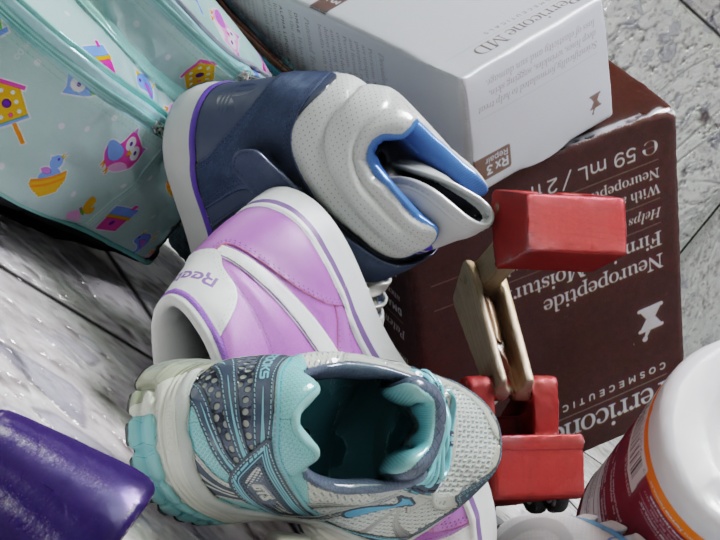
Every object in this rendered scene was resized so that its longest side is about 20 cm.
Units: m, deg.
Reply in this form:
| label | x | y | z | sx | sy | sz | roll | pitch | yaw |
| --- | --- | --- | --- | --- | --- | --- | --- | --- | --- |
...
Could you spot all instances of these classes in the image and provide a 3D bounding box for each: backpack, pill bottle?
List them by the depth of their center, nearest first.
| label | x | y | z | sx | sy | sz | roll | pitch | yaw |
| --- | --- | --- | --- | --- | --- | --- | --- | --- | --- |
| backpack | -0.152 | -0.105 | 0.987 | 0.176 | 0.153 | 0.200 | 47 | 15 | 20 |
| pill bottle | 0.174 | 0.125 | 1.039 | 0.114 | 0.114 | 0.200 | 40 | -28 | 11 |

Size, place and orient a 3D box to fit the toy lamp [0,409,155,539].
| label | x | y | z | sx | sy | sz | roll | pitch | yaw |
| --- | --- | --- | --- | --- | --- | --- | --- | --- | --- |
| toy lamp | -0.032 | 0.113 | 0.561 | 0.200 | 0.058 | 0.058 | 38 | 7 | -3 |

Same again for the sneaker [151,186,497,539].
| label | x | y | z | sx | sy | sz | roll | pitch | yaw |
| --- | --- | --- | --- | --- | --- | --- | --- | --- | --- |
| sneaker | -0.023 | 0.077 | 0.877 | 0.201 | 0.072 | 0.114 | 57 | 44 | -14 |

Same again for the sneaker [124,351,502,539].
| label | x | y | z | sx | sy | sz | roll | pitch | yaw |
| --- | --- | --- | --- | --- | --- | --- | --- | --- | --- |
| sneaker | 0.006 | 0.070 | 0.790 | 0.086 | 0.078 | 0.199 | -11 | -10 | 36 |

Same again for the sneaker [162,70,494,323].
| label | x | y | z | sx | sy | sz | roll | pitch | yaw |
| --- | --- | --- | --- | --- | --- | --- | --- | --- | --- |
| sneaker | 0.000 | 0.000 | 0.945 | 0.146 | 0.081 | 0.201 | 5 | -52 | 36 |

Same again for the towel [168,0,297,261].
| label | x | y | z | sx | sy | sz | roll | pitch | yaw |
| --- | --- | --- | --- | --- | --- | --- | --- | --- | --- |
| towel | -0.061 | -0.050 | 1.119 | 0.147 | 0.022 | 0.201 | 45 | -33 | 33 |

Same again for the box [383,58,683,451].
| label | x | y | z | sx | sy | sz | roll | pitch | yaw |
| --- | --- | --- | --- | --- | --- | --- | --- | --- | --- |
| box | 0.067 | -0.014 | 1.132 | 0.164 | 0.165 | 0.201 | 46 | -29 | 50 |

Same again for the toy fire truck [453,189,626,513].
| label | x | y | z | sx | sy | sz | roll | pitch | yaw |
| --- | --- | --- | --- | --- | --- | --- | --- | --- | --- |
| toy fire truck | 0.064 | 0.043 | 0.963 | 0.048 | 0.142 | 0.200 | 1 | -8 | -18 |

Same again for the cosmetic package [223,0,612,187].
| label | x | y | z | sx | sy | sz | roll | pitch | yaw |
| --- | --- | --- | --- | --- | --- | --- | --- | --- | --- |
| cosmetic package | 0.024 | -0.120 | 1.054 | 0.200 | 0.101 | 0.074 | 28 | -41 | 43 |

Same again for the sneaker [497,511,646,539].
| label | x | y | z | sx | sy | sz | roll | pitch | yaw |
| --- | --- | --- | --- | --- | --- | --- | --- | --- | --- |
| sneaker | 0.111 | 0.170 | 0.935 | 0.086 | 0.075 | 0.200 | 11 | 18 | -41 |

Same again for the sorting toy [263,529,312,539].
| label | x | y | z | sx | sy | sz | roll | pitch | yaw |
| --- | --- | --- | --- | --- | --- | --- | --- | --- | --- |
| sorting toy | 0.038 | 0.139 | 0.722 | 0.179 | 0.107 | 0.200 | 20 | 5 | 6 |
